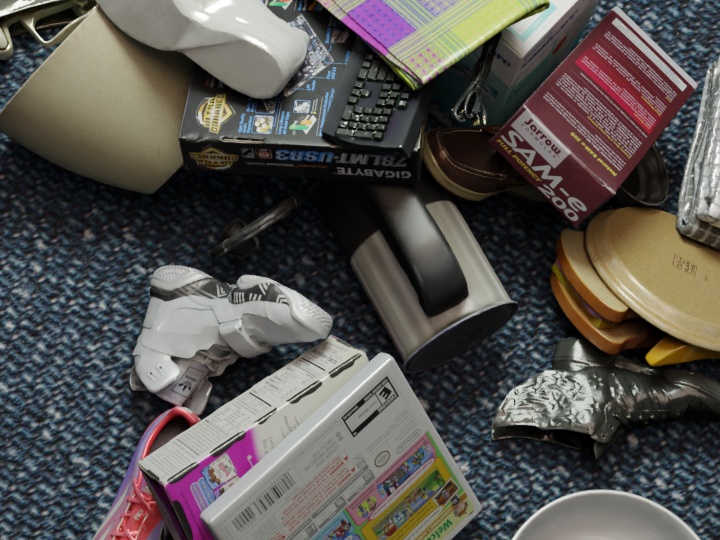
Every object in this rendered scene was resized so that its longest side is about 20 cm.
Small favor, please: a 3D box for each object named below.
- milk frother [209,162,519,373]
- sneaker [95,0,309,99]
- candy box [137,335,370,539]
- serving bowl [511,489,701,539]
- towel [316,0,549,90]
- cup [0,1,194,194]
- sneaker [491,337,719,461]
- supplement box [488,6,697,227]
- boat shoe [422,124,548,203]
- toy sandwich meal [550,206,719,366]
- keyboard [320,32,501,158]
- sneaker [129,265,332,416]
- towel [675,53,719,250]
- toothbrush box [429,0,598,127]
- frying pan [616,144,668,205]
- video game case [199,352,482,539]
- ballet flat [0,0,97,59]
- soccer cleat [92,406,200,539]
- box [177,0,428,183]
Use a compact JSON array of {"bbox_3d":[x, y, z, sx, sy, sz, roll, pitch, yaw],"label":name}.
[{"bbox_3d":[0.000,0.000,1.362,0.199,0.180,0.189,-34,73,13],"label":"milk frother"},{"bbox_3d":[-0.132,-0.218,1.278,0.199,0.075,0.089,35,42,0],"label":"sneaker"},{"bbox_3d":[-0.065,0.164,1.283,0.199,0.061,0.137,-32,118,-21],"label":"candy box"},{"bbox_3d":[0.203,0.289,1.308,0.198,0.066,0.202,2,68,-5],"label":"serving bowl"},{"bbox_3d":[0.044,-0.236,1.293,0.143,0.023,0.200,-35,54,-13],"label":"towel"},{"bbox_3d":[-0.202,-0.152,1.379,0.143,0.200,0.201,44,69,-10],"label":"cup"},{"bbox_3d":[0.222,0.127,1.380,0.199,0.060,0.105,18,67,6],"label":"sneaker"},{"bbox_3d":[0.208,-0.138,1.378,0.109,0.061,0.200,44,46,0],"label":"supplement box"},{"bbox_3d":[0.133,-0.106,1.397,0.199,0.072,0.073,7,55,-45],"label":"boat shoe"},{"bbox_3d":[0.270,0.021,1.409,0.204,0.070,0.206,19,34,-14],"label":"toy sandwich meal"},{"bbox_3d":[0.053,-0.173,1.269,0.126,0.021,0.201,10,58,14],"label":"keyboard"},{"bbox_3d":[-0.115,0.065,1.321,0.199,0.075,0.116,9,73,39],"label":"sneaker"},{"bbox_3d":[0.389,-0.099,1.459,0.165,0.086,0.201,20,67,-10],"label":"towel"},{"bbox_3d":[0.140,-0.216,1.426,0.085,0.200,0.146,40,69,10],"label":"toothbrush box"},{"bbox_3d":[0.238,-0.140,1.470,0.115,0.031,0.191,21,48,-38],"label":"frying pan"},{"bbox_3d":[-0.010,0.197,1.277,0.200,0.022,0.183,-41,121,-17],"label":"video game case"},{"bbox_3d":[-0.318,-0.230,1.449,0.199,0.067,0.064,-22,80,-14],"label":"ballet flat"},{"bbox_3d":[-0.180,0.205,1.288,0.066,0.077,0.201,21,67,2],"label":"soccer cleat"},{"bbox_3d":[-0.039,-0.168,1.315,0.197,0.050,0.201,3,55,6],"label":"box"}]
